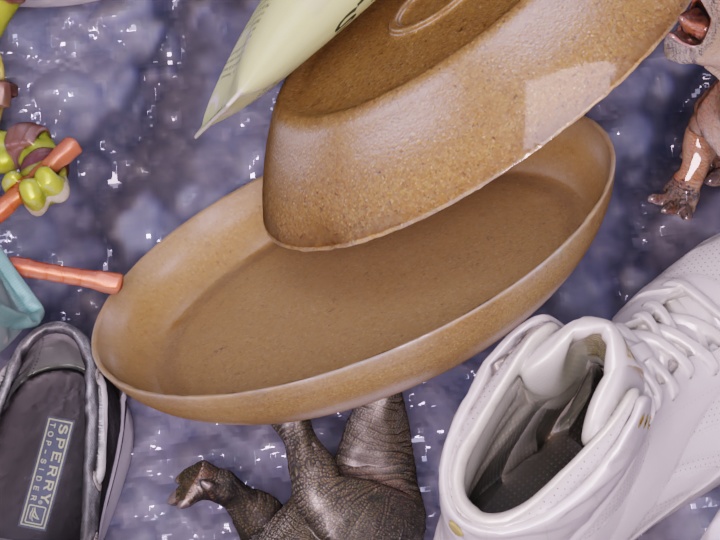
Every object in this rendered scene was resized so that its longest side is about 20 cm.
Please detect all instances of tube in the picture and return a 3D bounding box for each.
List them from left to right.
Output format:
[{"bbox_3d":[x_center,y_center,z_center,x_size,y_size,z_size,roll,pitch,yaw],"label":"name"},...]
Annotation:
[{"bbox_3d":[0.007,-0.129,0.913,0.052,0.058,0.200,30,74,34],"label":"tube"}]

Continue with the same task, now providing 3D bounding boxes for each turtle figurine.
[{"bbox_3d":[-0.153,-0.078,0.943,0.199,0.064,0.163,20,99,25],"label":"turtle figurine"}]

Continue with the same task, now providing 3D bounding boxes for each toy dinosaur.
[{"bbox_3d":[-0.019,0.106,0.869,0.102,0.077,0.201,38,53,-22],"label":"toy dinosaur"},{"bbox_3d":[0.167,-0.074,0.882,0.085,0.136,0.200,25,28,14],"label":"toy dinosaur"}]

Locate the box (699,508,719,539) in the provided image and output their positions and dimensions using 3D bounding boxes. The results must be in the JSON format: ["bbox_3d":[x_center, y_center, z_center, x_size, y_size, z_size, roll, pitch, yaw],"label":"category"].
[{"bbox_3d":[0.193,0.126,0.866,0.155,0.041,0.200,32,69,15],"label":"box"}]

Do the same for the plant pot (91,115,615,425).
[{"bbox_3d":[0.000,0.000,0.879,0.199,0.028,0.200,-19,24,8],"label":"plant pot"}]

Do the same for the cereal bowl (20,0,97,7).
[{"bbox_3d":[-0.133,-0.213,1.010,0.198,0.083,0.202,-1,65,2],"label":"cereal bowl"}]

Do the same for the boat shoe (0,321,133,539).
[{"bbox_3d":[-0.121,0.115,0.863,0.073,0.068,0.201,13,66,8],"label":"boat shoe"}]

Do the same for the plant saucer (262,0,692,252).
[{"bbox_3d":[0.036,-0.086,0.895,0.200,0.200,0.036,-45,112,-17],"label":"plant saucer"}]

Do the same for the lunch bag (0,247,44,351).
[{"bbox_3d":[-0.237,-0.022,0.868,0.170,0.122,0.201,-35,81,8],"label":"lunch bag"}]

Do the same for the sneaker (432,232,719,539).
[{"bbox_3d":[0.101,0.039,0.868,0.074,0.116,0.200,38,70,19],"label":"sneaker"}]
